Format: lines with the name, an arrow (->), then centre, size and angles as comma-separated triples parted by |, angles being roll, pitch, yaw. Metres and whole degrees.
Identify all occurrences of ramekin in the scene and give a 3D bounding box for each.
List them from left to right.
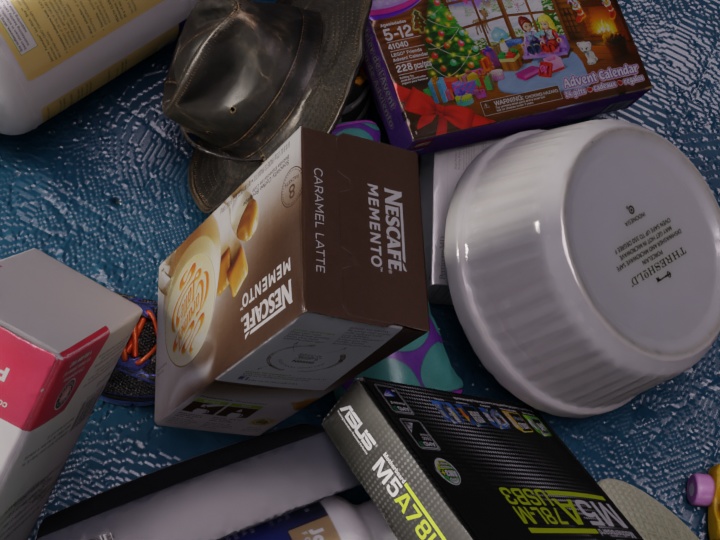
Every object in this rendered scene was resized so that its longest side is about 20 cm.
ramekin -> 0.161, -0.009, 0.846 | 0.202, 0.094, 0.203 | 11, 70, -32

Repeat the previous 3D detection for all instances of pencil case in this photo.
pencil case -> 0.000, 0.000, 0.857 | 0.085, 0.092, 0.200 | -19, 84, 19

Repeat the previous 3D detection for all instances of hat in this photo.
hat -> -0.080, -0.137, 0.835 | 0.081, 0.201, 0.201 | 31, 67, -29

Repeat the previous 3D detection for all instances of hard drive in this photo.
hard drive -> -0.104, 0.143, 0.776 | 0.200, 0.135, 0.042 | -19, 90, -12

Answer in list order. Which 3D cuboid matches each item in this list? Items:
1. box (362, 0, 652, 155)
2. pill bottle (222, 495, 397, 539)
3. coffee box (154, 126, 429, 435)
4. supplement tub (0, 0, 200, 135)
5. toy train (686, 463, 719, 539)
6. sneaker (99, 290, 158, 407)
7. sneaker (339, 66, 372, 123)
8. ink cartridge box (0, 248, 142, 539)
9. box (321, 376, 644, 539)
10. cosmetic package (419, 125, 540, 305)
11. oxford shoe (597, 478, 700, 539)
box -> 0.095, -0.165, 0.897 | 0.200, 0.039, 0.137 | -15, 78, -23
pill bottle -> -0.043, 0.206, 0.777 | 0.200, 0.116, 0.116 | -20, 76, -14
coffee box -> -0.048, 0.015, 0.751 | 0.080, 0.200, 0.114 | 11, 63, -29
supplement tub -> -0.224, -0.183, 0.864 | 0.200, 0.145, 0.145 | -36, 80, -17
toy train -> 0.316, 0.168, 0.870 | 0.150, 0.056, 0.200 | -19, 75, -13
sneaker -> -0.187, 0.041, 0.830 | 0.200, 0.078, 0.075 | 8, 72, -5
sneaker -> -0.012, -0.189, 0.932 | 0.078, 0.077, 0.200 | 3, 70, -5
ink cartridge box -> -0.222, 0.101, 0.731 | 0.084, 0.145, 0.200 | 29, 101, 2
box -> 0.096, 0.153, 0.751 | 0.048, 0.200, 0.193 | -53, 52, 18
cosmetic package -> 0.085, -0.074, 0.920 | 0.082, 0.051, 0.200 | 6, 71, -11
oxford shoe -> 0.217, 0.225, 0.837 | 0.200, 0.058, 0.075 | 48, 37, 13
